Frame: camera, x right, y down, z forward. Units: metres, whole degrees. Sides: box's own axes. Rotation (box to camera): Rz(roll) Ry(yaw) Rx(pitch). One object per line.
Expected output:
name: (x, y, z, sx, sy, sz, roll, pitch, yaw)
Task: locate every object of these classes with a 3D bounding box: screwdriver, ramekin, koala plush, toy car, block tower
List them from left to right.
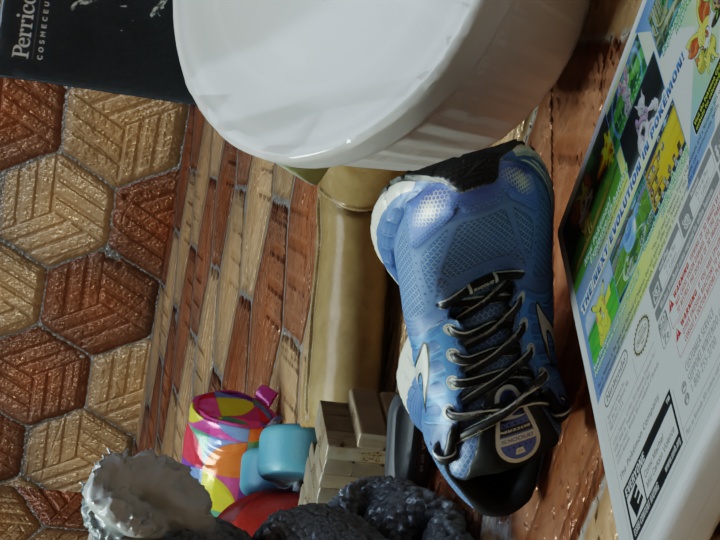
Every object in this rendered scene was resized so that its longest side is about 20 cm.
toy car: (-0.123, 0.205, 1.206, 0.177, 0.199, 0.185, 128, 148, -71)
koala plush: (-0.055, 0.177, 0.857, 0.184, 0.199, 0.178, -107, 26, -66)
block tower: (-0.013, 0.170, 1.037, 0.058, 0.054, 0.201, -103, 23, -64)
ramekin: (0.016, -0.137, 0.765, 0.202, 0.094, 0.204, -12, 73, 40)
screwdriver: (0.030, 0.029, 0.945, 0.028, 0.029, 0.201, 167, 105, -79)

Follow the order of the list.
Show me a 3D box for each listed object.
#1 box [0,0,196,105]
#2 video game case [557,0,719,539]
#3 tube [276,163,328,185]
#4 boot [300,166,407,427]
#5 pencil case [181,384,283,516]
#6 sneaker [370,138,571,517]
box: (-0.091, -0.192, 0.933, 0.124, 0.195, 0.201, -137, 55, -77)
video game case: (0.113, -0.025, 0.567, 0.183, 0.022, 0.201, -94, 14, -47)
tube: (0.011, -0.139, 0.869, 0.201, 0.058, 0.052, -58, 22, 6)
boot: (0.000, 0.000, 1.068, 0.175, 0.066, 0.201, 106, 169, -84)
pencil case: (-0.124, 0.206, 1.549, 0.088, 0.088, 0.201, -112, 33, -69)
sneaker: (0.055, 0.030, 0.687, 0.200, 0.078, 0.089, 79, 171, -51)
